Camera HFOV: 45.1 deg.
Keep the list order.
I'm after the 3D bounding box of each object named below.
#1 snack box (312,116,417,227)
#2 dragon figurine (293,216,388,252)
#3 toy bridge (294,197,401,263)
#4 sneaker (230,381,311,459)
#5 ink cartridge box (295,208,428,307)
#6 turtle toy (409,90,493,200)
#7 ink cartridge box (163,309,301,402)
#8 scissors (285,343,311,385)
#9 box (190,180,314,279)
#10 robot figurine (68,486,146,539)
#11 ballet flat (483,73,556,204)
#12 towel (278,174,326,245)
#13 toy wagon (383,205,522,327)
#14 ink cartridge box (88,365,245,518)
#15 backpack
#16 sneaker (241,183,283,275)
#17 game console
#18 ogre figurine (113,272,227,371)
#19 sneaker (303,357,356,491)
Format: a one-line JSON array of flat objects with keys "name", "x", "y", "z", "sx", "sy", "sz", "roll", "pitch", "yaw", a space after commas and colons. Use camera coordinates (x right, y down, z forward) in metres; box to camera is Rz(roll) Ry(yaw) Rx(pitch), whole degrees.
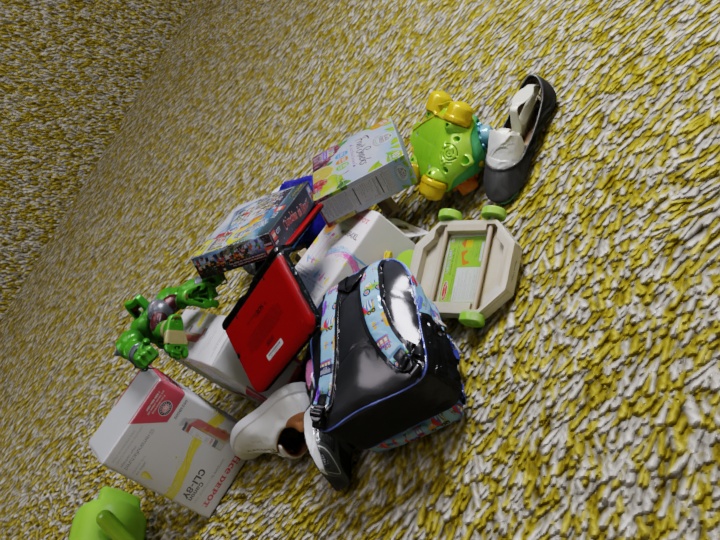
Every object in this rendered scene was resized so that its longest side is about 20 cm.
[{"name": "snack box", "x": 0.002, "y": -0.149, "z": 1.270, "sx": 0.142, "sy": 0.053, "sz": 0.200, "roll": -26, "pitch": 24, "yaw": 8}, {"name": "dragon figurine", "x": -0.044, "y": -0.061, "z": 1.451, "sx": 0.200, "sy": 0.059, "sz": 0.100, "roll": -40, "pitch": 31, "yaw": 23}, {"name": "toy bridge", "x": -0.006, "y": -0.048, "z": 1.344, "sx": 0.200, "sy": 0.067, "sz": 0.027, "roll": -35, "pitch": -8, "yaw": -28}, {"name": "sneaker", "x": -0.124, "y": 0.237, "z": 1.214, "sx": 0.200, "sy": 0.072, "sz": 0.085, "roll": -49, "pitch": 53, "yaw": 45}, {"name": "ink cartridge box", "x": 0.000, "y": 0.000, "z": 1.251, "sx": 0.200, "sy": 0.125, "sz": 0.128, "roll": -55, "pitch": 29, "yaw": -4}, {"name": "turtle toy", "x": 0.132, "y": -0.184, "z": 1.289, "sx": 0.200, "sy": 0.101, "sz": 0.146, "roll": -126, "pitch": 52, "yaw": -62}, {"name": "ink cartridge box", "x": -0.198, "y": 0.136, "z": 1.350, "sx": 0.200, "sy": 0.145, "sz": 0.084, "roll": 4, "pitch": 61, "yaw": 57}, {"name": "scissors", "x": -0.073, "y": 0.127, "z": 1.220, "sx": 0.014, "sy": 0.073, "sz": 0.201, "roll": 45, "pitch": 125, "yaw": 28}, {"name": "box", "x": -0.158, "y": -0.065, "z": 1.327, "sx": 0.136, "sy": 0.038, "sz": 0.200, "roll": -16, "pitch": 22, "yaw": 22}, {"name": "robot figurine", "x": -0.396, "y": 0.438, "z": 1.342, "sx": 0.175, "sy": 0.115, "sz": 0.201, "roll": -45, "pitch": 29, "yaw": 30}, {"name": "ballet flat", "x": 0.212, "y": -0.190, "z": 1.207, "sx": 0.068, "sy": 0.068, "sz": 0.201, "roll": 9, "pitch": 64, "yaw": 36}, {"name": "towel", "x": -0.087, "y": -0.108, "z": 1.450, "sx": 0.199, "sy": 0.050, "sz": 0.148, "roll": -12, "pitch": 46, "yaw": 47}, {"name": "toy wagon", "x": 0.114, "y": -0.005, "z": 1.132, "sx": 0.199, "sy": 0.040, "sz": 0.156, "roll": 0, "pitch": 68, "yaw": 41}, {"name": "ink cartridge box", "x": -0.272, "y": 0.254, "z": 1.284, "sx": 0.146, "sy": 0.200, "sz": 0.083, "roll": -56, "pitch": 32, "yaw": -8}, {"name": "backpack", "x": 0.027, "y": 0.097, "z": 1.060, "sx": 0.182, "sy": 0.134, "sz": 0.201, "roll": -33, "pitch": 45, "yaw": 26}, {"name": "sneaker", "x": -0.154, "y": -0.071, "z": 1.622, "sx": 0.201, "sy": 0.074, "sz": 0.085, "roll": -58, "pitch": 34, "yaw": 8}, {"name": "game console", "x": -0.095, "y": 0.039, "z": 1.169, "sx": 0.173, "sy": 0.118, "sz": 0.200, "roll": 60, "pitch": 139, "yaw": 19}, {"name": "ogre figurine", "x": -0.289, "y": 0.071, "z": 1.288, "sx": 0.119, "sy": 0.098, "sz": 0.201, "roll": -10, "pitch": 53, "yaw": 42}, {"name": "sneaker", "x": -0.023, "y": 0.184, "z": 1.135, "sx": 0.086, "sy": 0.080, "sz": 0.201, "roll": -19, "pitch": 49, "yaw": 14}]
